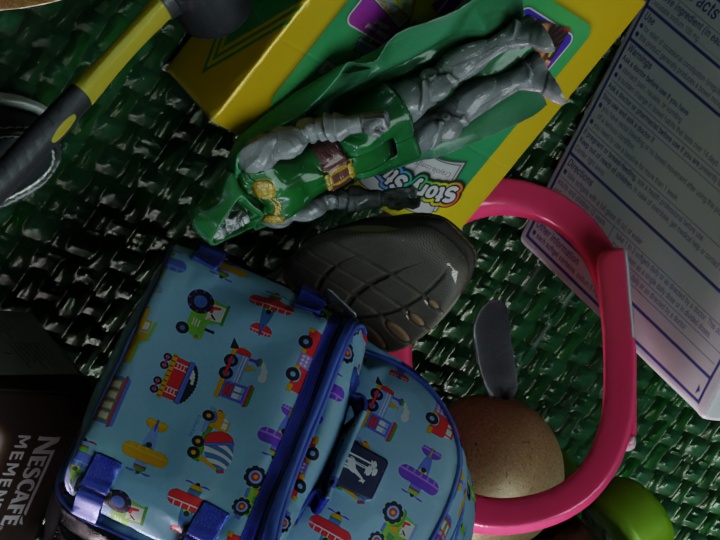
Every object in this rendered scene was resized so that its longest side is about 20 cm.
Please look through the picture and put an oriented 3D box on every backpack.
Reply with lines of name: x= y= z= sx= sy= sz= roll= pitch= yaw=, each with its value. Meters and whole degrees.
backpack: x=-0.038 y=0.103 z=1.432 sx=0.183 sy=0.200 sz=0.135 roll=-62 pitch=176 yaw=-28

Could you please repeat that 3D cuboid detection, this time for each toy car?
toy car: x=0.063 y=0.119 z=1.664 sx=0.164 sy=0.158 sz=0.200 roll=-37 pitch=125 yaw=-23

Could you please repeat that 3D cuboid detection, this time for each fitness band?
fitness band: x=0.079 y=0.046 z=1.576 sx=0.143 sy=0.200 sz=0.037 roll=-3 pitch=164 yaw=6

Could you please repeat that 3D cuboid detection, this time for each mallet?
mallet: x=-0.125 y=-0.084 z=1.385 sx=0.200 sy=0.041 sz=0.066 roll=-53 pitch=144 yaw=-11

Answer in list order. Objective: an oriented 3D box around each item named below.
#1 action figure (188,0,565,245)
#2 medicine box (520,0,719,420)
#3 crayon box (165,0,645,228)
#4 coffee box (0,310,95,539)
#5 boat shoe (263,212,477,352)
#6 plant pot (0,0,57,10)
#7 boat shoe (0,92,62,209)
action figure: x=0.004 y=-0.067 z=1.439 sx=0.200 sy=0.055 sz=0.118 roll=-27 pitch=141 yaw=-6
medicine box: x=0.214 y=-0.045 z=1.603 sx=0.103 sy=0.182 sz=0.200 roll=6 pitch=119 yaw=-41
crayon box: x=0.026 y=-0.123 z=1.487 sx=0.173 sy=0.058 sz=0.200 roll=-50 pitch=138 yaw=12
coffee box: x=-0.246 y=0.080 z=1.426 sx=0.200 sy=0.080 sz=0.113 roll=5 pitch=119 yaw=-40
boat shoe: x=0.000 y=0.000 z=1.508 sx=0.075 sy=0.200 sz=0.073 roll=51 pitch=57 yaw=-13
plant pot: x=-0.142 y=-0.241 z=1.188 sx=0.186 sy=0.186 sz=0.200 roll=-32 pitch=124 yaw=-13
boat shoe: x=-0.225 y=-0.031 z=1.365 sx=0.200 sy=0.060 sz=0.076 roll=-18 pitch=133 yaw=-25
